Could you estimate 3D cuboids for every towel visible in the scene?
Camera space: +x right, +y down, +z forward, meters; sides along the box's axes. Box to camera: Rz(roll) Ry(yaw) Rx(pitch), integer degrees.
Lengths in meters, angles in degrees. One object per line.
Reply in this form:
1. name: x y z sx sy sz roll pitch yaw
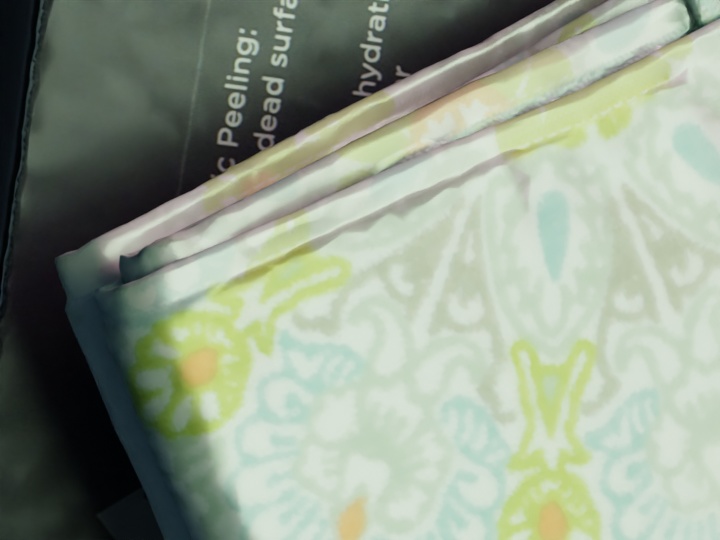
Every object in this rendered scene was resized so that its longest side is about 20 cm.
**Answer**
1. towel: 0.051 0.050 0.575 0.171 0.048 0.201 -27 97 -21

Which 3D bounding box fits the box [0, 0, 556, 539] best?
1. box: 0.000 0.000 0.652 0.199 0.117 0.198 7 97 -21
